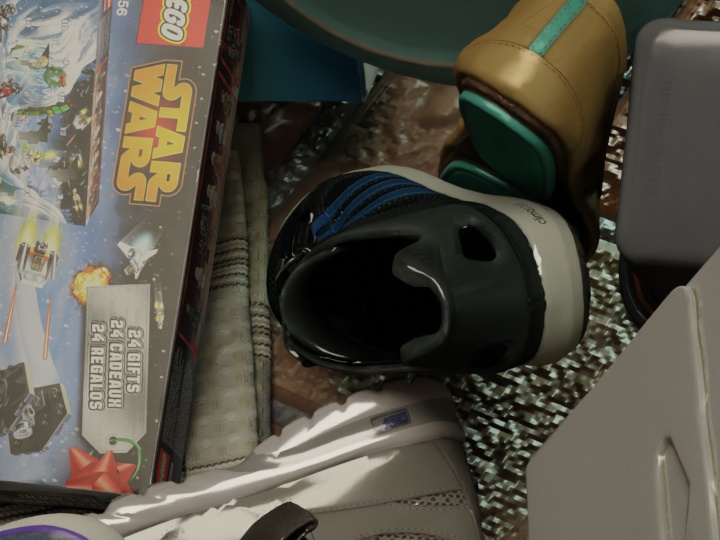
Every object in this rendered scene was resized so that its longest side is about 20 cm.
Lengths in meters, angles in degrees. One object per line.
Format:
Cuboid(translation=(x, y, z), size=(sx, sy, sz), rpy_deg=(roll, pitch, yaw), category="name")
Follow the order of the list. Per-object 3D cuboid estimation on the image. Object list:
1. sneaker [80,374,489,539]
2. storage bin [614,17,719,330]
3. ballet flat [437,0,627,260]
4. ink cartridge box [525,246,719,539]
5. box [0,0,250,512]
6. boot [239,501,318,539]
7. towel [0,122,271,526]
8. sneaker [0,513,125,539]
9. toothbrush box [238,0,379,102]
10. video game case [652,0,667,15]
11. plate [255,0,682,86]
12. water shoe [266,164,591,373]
Cuboid(translation=(-0.046, 0.112, 0.937), size=(0.199, 0.075, 0.082), rpy_deg=(-28, 71, 3), category="sneaker")
Cuboid(translation=(0.175, -0.021, 0.929), size=(0.198, 0.134, 0.147), rpy_deg=(5, 86, 17), category="storage bin")
Cuboid(translation=(0.067, -0.047, 0.962), size=(0.068, 0.200, 0.063), rpy_deg=(34, 78, 6), category="ballet flat")
Cuboid(translation=(0.165, 0.100, 0.795), size=(0.199, 0.145, 0.146), rpy_deg=(17, 49, -20), category="ink cartridge box")
Cuboid(translation=(-0.122, -0.015, 1.004), size=(0.136, 0.040, 0.202), rpy_deg=(5, 73, 12), category="box")
Cuboid(translation=(-0.076, 0.185, 0.865), size=(0.069, 0.201, 0.173), rpy_deg=(28, 31, 36), category="boot")
Cuboid(translation=(-0.129, 0.025, 1.051), size=(0.191, 0.035, 0.201), rpy_deg=(-9, 50, 6), category="towel")
Cuboid(translation=(-0.159, 0.163, 0.853), size=(0.200, 0.146, 0.081), rpy_deg=(-37, 93, 10), category="sneaker")
Cuboid(translation=(-0.083, -0.137, 1.109), size=(0.198, 0.086, 0.147), rpy_deg=(1, 31, 12), category="toothbrush box")
Cuboid(translation=(0.116, -0.140, 1.033), size=(0.017, 0.200, 0.144), rpy_deg=(29, 57, -7), category="video game case")
Cuboid(translation=(0.019, -0.125, 0.948), size=(0.199, 0.201, 0.026), rpy_deg=(7, 54, 19), category="plate")
Cuboid(translation=(0.000, 0.000, 0.956), size=(0.078, 0.072, 0.200), rpy_deg=(-6, 2, -29), category="water shoe")
